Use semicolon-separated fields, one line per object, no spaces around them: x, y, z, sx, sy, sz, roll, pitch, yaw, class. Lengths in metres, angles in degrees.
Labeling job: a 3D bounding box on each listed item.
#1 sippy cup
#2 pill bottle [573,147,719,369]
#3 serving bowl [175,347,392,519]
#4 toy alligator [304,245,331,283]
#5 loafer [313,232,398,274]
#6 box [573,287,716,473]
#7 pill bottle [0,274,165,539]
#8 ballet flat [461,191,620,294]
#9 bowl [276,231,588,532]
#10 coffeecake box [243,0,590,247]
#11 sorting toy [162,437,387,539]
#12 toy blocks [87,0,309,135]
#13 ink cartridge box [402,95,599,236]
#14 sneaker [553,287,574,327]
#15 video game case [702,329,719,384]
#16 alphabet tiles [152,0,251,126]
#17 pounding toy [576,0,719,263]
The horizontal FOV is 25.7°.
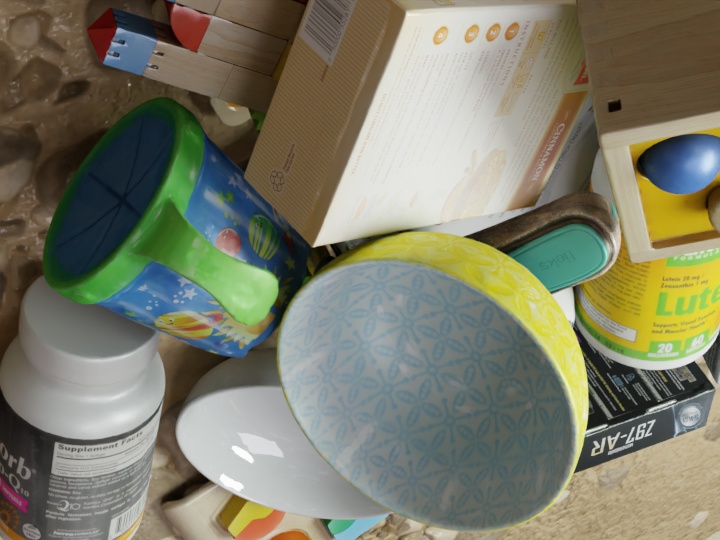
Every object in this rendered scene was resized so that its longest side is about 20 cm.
-0.107;-0.016;0.981;0.130;0.179;0.139;34;125;-30;sippy cup
0.213;-0.036;1.103;0.110;0.111;0.201;-17;138;-17;pill bottle
-0.040;0.117;1.217;0.197;0.066;0.201;8;146;5;serving bowl
-0.055;-0.010;1.138;0.059;0.055;0.200;-26;133;14;toy alligator
0.000;0.000;1.103;0.069;0.070;0.202;-25;115;-11;loafer
0.154;0.059;1.223;0.159;0.201;0.044;-17;138;-19;box
-0.198;0.102;1.104;0.115;0.117;0.202;-8;133;-26;pill bottle
0.087;0.000;1.048;0.198;0.067;0.068;-19;115;28;ballet flat
0.058;0.050;0.973;0.108;0.198;0.202;-51;160;-47;bowl
0.048;-0.107;0.929;0.199;0.073;0.155;-11;135;-43;coffeecake box
-0.051;0.204;1.360;0.199;0.037;0.186;-30;140;-4;sorting toy
-0.074;-0.179;0.916;0.135;0.100;0.201;14;121;-28;toy blocks
0.123;-0.095;1.139;0.198;0.086;0.147;7;126;-35;ink cartridge box
0.065;0.031;1.172;0.198;0.082;0.076;-8;169;34;sneaker
0.263;-0.046;1.203;0.023;0.183;0.201;-8;136;-8;video game case
-0.030;-0.181;1.010;0.195;0.015;0.200;-33;140;0;alphabet tiles
0.236;-0.070;0.915;0.182;0.144;0.200;-10;152;12;pounding toy
